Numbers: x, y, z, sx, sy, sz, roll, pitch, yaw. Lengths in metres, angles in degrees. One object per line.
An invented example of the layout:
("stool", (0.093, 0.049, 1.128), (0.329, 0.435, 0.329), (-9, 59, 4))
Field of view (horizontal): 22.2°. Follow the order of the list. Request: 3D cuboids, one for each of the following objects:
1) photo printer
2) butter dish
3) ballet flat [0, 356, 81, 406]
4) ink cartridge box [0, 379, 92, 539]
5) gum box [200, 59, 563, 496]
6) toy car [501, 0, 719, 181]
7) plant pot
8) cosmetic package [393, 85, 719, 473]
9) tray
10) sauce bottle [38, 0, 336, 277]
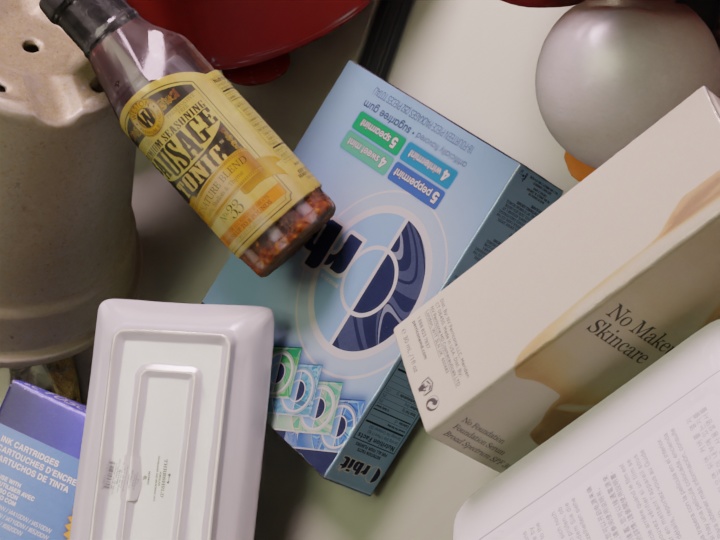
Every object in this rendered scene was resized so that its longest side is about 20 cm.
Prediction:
("photo printer", (0.134, 0.139, 0.840), (0.200, 0.069, 0.167), (-40, 48, 23))
("butter dish", (-0.077, -0.185, 1.146), (0.199, 0.148, 0.200), (-28, 38, -23))
("ballet flat", (-0.201, 0.117, 1.164), (0.071, 0.071, 0.200), (-41, 48, 21))
("ink cartridge box", (-0.162, 0.154, 1.069), (0.136, 0.076, 0.200), (21, 83, 18))
("gum box", (0.000, 0.000, 1.048), (0.170, 0.045, 0.200), (36, 96, 47))
("toy car", (0.122, -0.123, 0.940), (0.177, 0.184, 0.201), (11, 106, 45))
("plant pot", (-0.215, -0.075, 1.123), (0.184, 0.200, 0.201), (112, 148, -44))
("cosmetic package", (0.126, 0.015, 0.881), (0.200, 0.105, 0.071), (-40, 44, 24))
("tray", (-0.109, 0.114, 1.013), (0.107, 0.022, 0.201), (2, 78, 14))
("sauce bottle", (-0.101, -0.087, 1.027), (0.200, 0.066, 0.066), (46, 108, 2))
